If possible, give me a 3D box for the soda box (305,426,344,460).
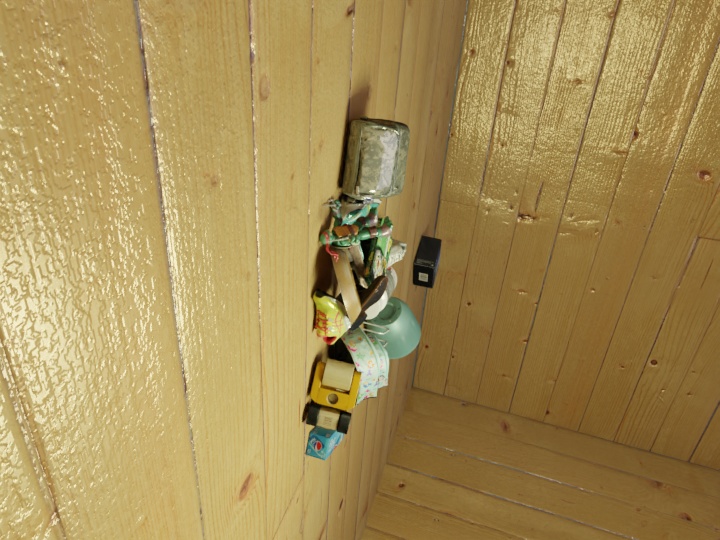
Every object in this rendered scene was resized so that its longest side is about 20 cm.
[{"bbox_3d":[-0.098,0.494,1.685,0.200,0.063,0.069,-5,107,-76],"label":"soda box"}]

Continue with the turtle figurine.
[{"bbox_3d":[-0.029,-0.099,1.338,0.197,0.151,0.102,-14,145,-32],"label":"turtle figurine"}]

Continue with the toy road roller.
[{"bbox_3d":[-0.073,0.334,1.543,0.146,0.120,0.204,-80,-177,-81],"label":"toy road roller"}]

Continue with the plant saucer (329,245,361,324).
[{"bbox_3d":[-0.033,0.030,1.393,0.200,0.035,0.204,-17,91,-90],"label":"plant saucer"}]

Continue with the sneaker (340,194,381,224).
[{"bbox_3d":[-0.008,-0.165,1.490,0.199,0.076,0.081,-30,141,-60],"label":"sneaker"}]

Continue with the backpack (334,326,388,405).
[{"bbox_3d":[-0.003,0.263,1.632,0.148,0.178,0.203,-22,134,-17],"label":"backpack"}]

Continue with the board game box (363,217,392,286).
[{"bbox_3d":[0.051,-0.037,1.576,0.105,0.023,0.203,59,36,-47],"label":"board game box"}]

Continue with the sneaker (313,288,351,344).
[{"bbox_3d":[-0.081,0.124,1.410,0.091,0.077,0.201,-51,147,-19],"label":"sneaker"}]

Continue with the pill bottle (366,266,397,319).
[{"bbox_3d":[0.042,0.064,1.792,0.200,0.112,0.116,-55,154,-60],"label":"pill bottle"}]

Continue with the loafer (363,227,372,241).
[{"bbox_3d":[0.024,-0.108,1.641,0.070,0.074,0.203,-58,157,-45],"label":"loafer"}]

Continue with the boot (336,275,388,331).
[{"bbox_3d":[-0.006,0.063,1.491,0.074,0.097,0.201,-16,148,-49],"label":"boot"}]

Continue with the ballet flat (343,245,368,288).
[{"bbox_3d":[-0.019,-0.019,1.531,0.068,0.066,0.203,40,-26,61],"label":"ballet flat"}]

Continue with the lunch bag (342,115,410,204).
[{"bbox_3d":[0.027,-0.274,1.396,0.167,0.137,0.204,-17,120,-57],"label":"lunch bag"}]

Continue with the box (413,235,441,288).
[{"bbox_3d":[0.367,-0.046,3.092,0.201,0.121,0.201,84,21,-55],"label":"box"}]

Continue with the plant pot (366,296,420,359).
[{"bbox_3d":[0.107,0.191,2.043,0.162,0.197,0.203,65,37,-48],"label":"plant pot"}]

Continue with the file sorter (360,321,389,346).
[{"bbox_3d":[0.013,0.275,1.836,0.139,0.122,0.204,-8,109,-77],"label":"file sorter"}]

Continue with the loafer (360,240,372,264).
[{"bbox_3d":[0.000,0.000,1.639,0.073,0.070,0.204,-30,136,-56],"label":"loafer"}]

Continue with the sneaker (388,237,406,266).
[{"bbox_3d":[0.092,-0.050,1.773,0.200,0.080,0.076,-55,156,-56],"label":"sneaker"}]
